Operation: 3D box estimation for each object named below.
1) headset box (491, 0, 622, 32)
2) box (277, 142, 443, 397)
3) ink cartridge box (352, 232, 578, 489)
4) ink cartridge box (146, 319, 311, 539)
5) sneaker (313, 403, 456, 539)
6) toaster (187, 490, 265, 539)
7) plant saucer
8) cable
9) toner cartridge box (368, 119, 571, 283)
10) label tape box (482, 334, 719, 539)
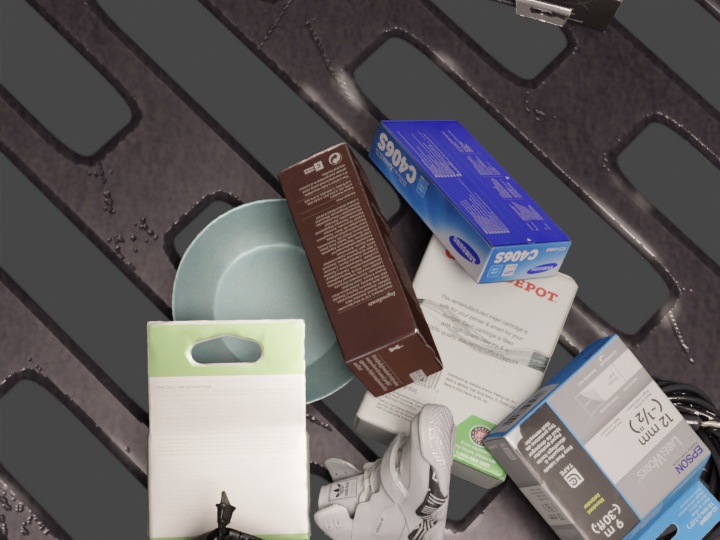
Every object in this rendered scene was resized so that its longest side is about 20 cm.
[{"bbox_3d":[0.204,-0.345,1.413,0.148,0.075,0.200,14,74,0],"label":"headset box"},{"bbox_3d":[0.000,0.000,1.223,0.075,0.100,0.200,-25,62,5],"label":"box"},{"bbox_3d":[0.097,0.080,1.284,0.146,0.083,0.200,24,75,3],"label":"ink cartridge box"},{"bbox_3d":[-0.119,0.144,1.244,0.145,0.048,0.200,-1,89,-4],"label":"ink cartridge box"},{"bbox_3d":[0.020,0.185,1.201,0.115,0.200,0.075,7,47,4],"label":"sneaker"},{"bbox_3d":[-0.090,0.317,1.156,0.181,0.119,0.200,28,67,-15],"label":"toaster"},{"bbox_3d":[-0.077,0.033,1.307,0.201,0.039,0.201,1,74,-5],"label":"plant saucer"},{"bbox_3d":[0.265,0.191,1.284,0.200,0.051,0.163,-29,79,-11],"label":"cable"},{"bbox_3d":[0.098,-0.068,1.281,0.095,0.043,0.200,-5,41,-33],"label":"toner cartridge box"},{"bbox_3d":[0.226,0.178,1.210,0.143,0.066,0.200,-39,88,-19],"label":"label tape box"}]
